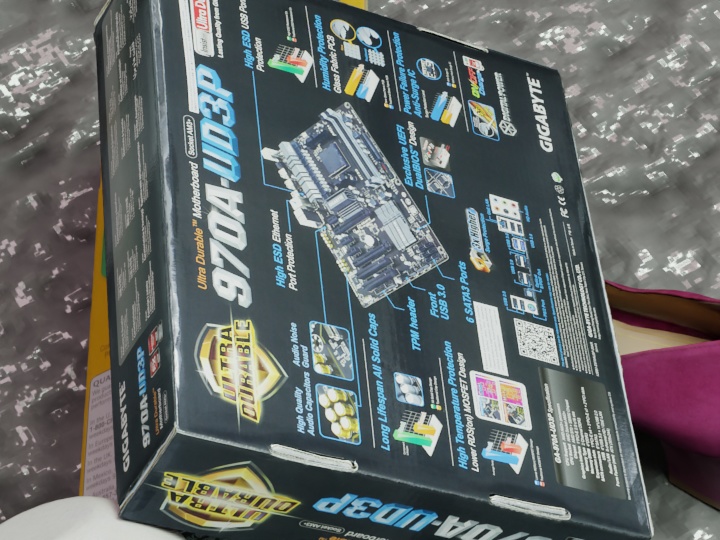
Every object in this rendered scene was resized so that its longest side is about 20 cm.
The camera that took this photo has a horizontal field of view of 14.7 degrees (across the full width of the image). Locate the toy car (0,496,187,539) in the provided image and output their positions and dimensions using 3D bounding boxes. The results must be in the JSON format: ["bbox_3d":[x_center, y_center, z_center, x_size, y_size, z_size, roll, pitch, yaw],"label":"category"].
[{"bbox_3d":[-0.110,0.162,0.849,0.200,0.175,0.150,-22,13,-5],"label":"toy car"}]

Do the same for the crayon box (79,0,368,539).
[{"bbox_3d":[-0.032,0.010,0.975,0.126,0.052,0.200,-25,46,26],"label":"crayon box"}]

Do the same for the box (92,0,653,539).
[{"bbox_3d":[0.000,0.000,0.870,0.159,0.046,0.200,14,46,-25],"label":"box"}]

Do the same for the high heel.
[{"bbox_3d":[0.063,0.010,0.953,0.200,0.096,0.067,22,59,27],"label":"high heel"}]
